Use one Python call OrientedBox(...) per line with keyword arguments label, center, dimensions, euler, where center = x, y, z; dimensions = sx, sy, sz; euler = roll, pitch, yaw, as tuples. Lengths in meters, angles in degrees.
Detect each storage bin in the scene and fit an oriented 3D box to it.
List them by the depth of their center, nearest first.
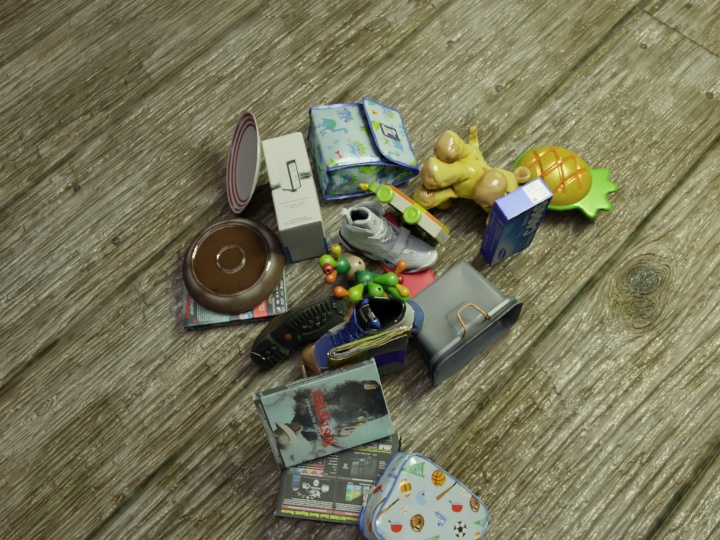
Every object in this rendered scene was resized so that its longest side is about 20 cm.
OrientedBox(label="storage bin", center=(0.165, 0.081, 1.135), dimensions=(0.200, 0.146, 0.134), euler=(-37, 66, -11))

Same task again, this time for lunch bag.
OrientedBox(label="lunch bag", center=(0.096, 0.389, 1.001), dimensions=(0.200, 0.076, 0.161), euler=(38, 64, -11))
OrientedBox(label="lunch bag", center=(0.006, -0.250, 1.299), dimensions=(0.199, 0.128, 0.171), euler=(-8, 62, -14))

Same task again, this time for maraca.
OrientedBox(label="maraca", center=(0.394, -0.172, 1.244), dimensions=(0.199, 0.107, 0.138), euler=(21, 73, 12))

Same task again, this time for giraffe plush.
OrientedBox(label="giraffe plush", center=(0.222, -0.165, 1.226), dimensions=(0.162, 0.173, 0.200), euler=(37, 41, 22))

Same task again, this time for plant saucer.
OrientedBox(label="plant saucer", center=(-0.245, -0.017, 1.222), dimensions=(0.199, 0.032, 0.201), euler=(-2, 67, 4))

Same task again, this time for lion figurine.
OrientedBox(label="lion figurine", center=(-0.050, 0.136, 1.164), dimensions=(0.200, 0.073, 0.123), euler=(-34, 62, -6))

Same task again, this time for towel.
OrientedBox(label="towel", center=(0.014, 0.153, 1.073), dimensions=(0.143, 0.200, 0.023), euler=(-18, 64, -11))

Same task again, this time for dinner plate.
OrientedBox(label="dinner plate", center=(-0.227, -0.212, 1.268), dimensions=(0.024, 0.200, 0.201), euler=(3, 64, -27))

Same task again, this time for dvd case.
OrientedBox(label="dvd case", center=(-0.056, 0.231, 1.029), dimensions=(0.199, 0.147, 0.022), euler=(-15, 24, -2))
OrientedBox(label="dvd case", center=(-0.243, 0.032, 1.237), dimensions=(0.199, 0.022, 0.147), euler=(-8, 67, -1))

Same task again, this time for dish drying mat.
OrientedBox(label="dish drying mat", center=(0.079, -0.019, 1.249), dimensions=(0.077, 0.018, 0.200), euler=(-30, 68, -8))

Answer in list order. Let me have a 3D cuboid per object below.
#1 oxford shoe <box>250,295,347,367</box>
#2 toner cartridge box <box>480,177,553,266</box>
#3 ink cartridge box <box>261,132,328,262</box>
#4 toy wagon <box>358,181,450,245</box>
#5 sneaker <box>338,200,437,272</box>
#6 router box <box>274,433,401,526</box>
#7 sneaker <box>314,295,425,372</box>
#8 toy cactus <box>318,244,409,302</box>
OrientedBox(label="oxford shoe", center=(-0.113, 0.092, 1.161), dimensions=(0.199, 0.073, 0.085), euler=(-28, 26, 13))
OrientedBox(label="toner cartridge box", center=(0.278, -0.083, 1.164), dimensions=(0.095, 0.200, 0.043), euler=(-27, 69, -7))
OrientedBox(label="ink cartridge box", center=(-0.125, -0.140, 1.242), dimensions=(0.084, 0.146, 0.201), euler=(-14, 66, -2))
OrientedBox(label="toy wagon", center=(0.080, -0.119, 1.213), dimensions=(0.200, 0.155, 0.040), euler=(41, 94, 24))
OrientedBox(label="sneaker", center=(0.048, -0.063, 1.196), dimensions=(0.199, 0.115, 0.075), euler=(19, 70, 12))
OrientedBox(label="router box", center=(-0.034, 0.346, 1.077), dimensions=(0.199, 0.062, 0.151), euler=(5, 67, 5))
OrientedBox(label="sneaker", center=(0.001, 0.091, 1.065), dimensions=(0.199, 0.115, 0.081), euler=(-27, 63, 11))
OrientedBox(label="toy cactus", center=(0.000, 0.000, 1.178), dimensions=(0.199, 0.165, 0.103), euler=(12, 106, -27))
